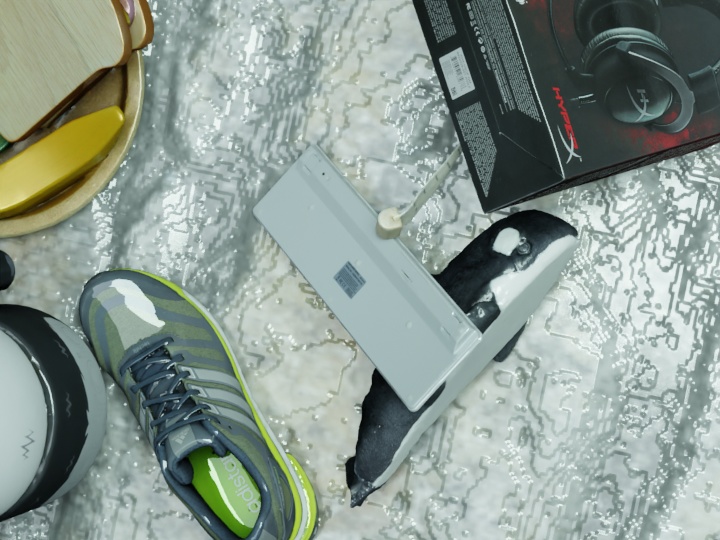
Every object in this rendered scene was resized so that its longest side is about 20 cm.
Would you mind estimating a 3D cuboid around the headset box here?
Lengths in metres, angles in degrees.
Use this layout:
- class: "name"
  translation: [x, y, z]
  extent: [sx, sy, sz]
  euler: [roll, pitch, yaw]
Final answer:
- class: "headset box"
  translation: [0.135, -0.129, 1.151]
  extent: [0.199, 0.077, 0.150]
  euler: [-16, 87, -35]

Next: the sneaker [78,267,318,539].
- class: "sneaker"
  translation: [-0.097, 0.082, 1.231]
  extent: [0.074, 0.081, 0.200]
  euler: [-38, 84, 7]

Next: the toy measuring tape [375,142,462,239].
- class: "toy measuring tape"
  translation: [0.053, -0.111, 1.197]
  extent: [0.073, 0.074, 0.200]
  euler: [37, 76, 8]

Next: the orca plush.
- class: "orca plush"
  translation: [0.038, 0.036, 1.210]
  extent: [0.071, 0.105, 0.201]
  euler: [42, 118, 18]

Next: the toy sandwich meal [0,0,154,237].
- class: "toy sandwich meal"
  translation: [-0.215, -0.116, 1.258]
  extent: [0.204, 0.070, 0.207]
  euler: [0, 90, 10]

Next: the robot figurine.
- class: "robot figurine"
  translation: [-0.216, 0.080, 1.192]
  extent: [0.124, 0.200, 0.151]
  euler: [-36, 85, 8]

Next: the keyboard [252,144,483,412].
- class: "keyboard"
  translation: [0.000, 0.000, 1.193]
  extent: [0.056, 0.011, 0.200]
  euler: [-51, 45, 11]
